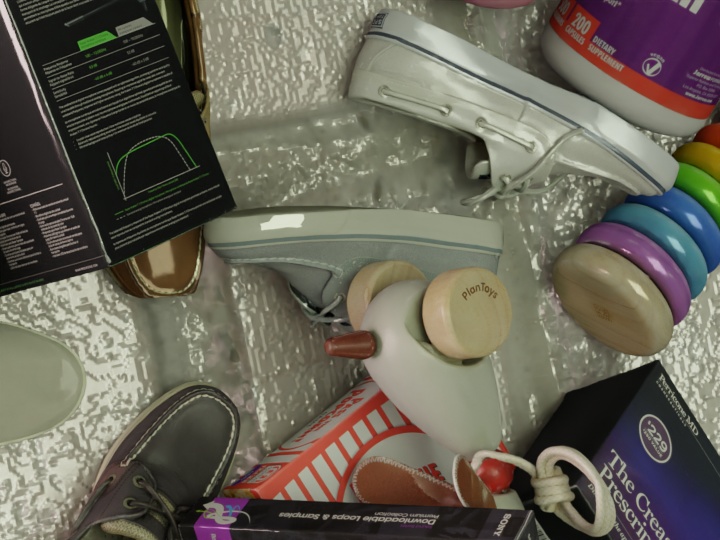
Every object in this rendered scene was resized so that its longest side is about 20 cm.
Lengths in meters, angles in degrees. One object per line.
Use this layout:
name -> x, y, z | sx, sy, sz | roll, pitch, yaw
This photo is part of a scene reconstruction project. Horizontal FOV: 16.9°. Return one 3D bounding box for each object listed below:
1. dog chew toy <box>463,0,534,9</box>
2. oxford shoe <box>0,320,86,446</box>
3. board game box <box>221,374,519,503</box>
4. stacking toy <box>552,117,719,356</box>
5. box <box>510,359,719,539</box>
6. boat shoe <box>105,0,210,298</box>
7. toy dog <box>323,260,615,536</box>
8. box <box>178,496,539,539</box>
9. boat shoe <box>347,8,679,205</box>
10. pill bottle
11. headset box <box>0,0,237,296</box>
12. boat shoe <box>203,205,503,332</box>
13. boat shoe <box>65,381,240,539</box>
dog chew toy -> 0.051, -0.248, 1.407 | 0.200, 0.125, 0.125 | 46, 72, -6
oxford shoe -> -0.241, 0.057, 1.303 | 0.200, 0.058, 0.075 | 8, 81, -24
board game box -> 0.034, 0.165, 1.410 | 0.151, 0.046, 0.200 | -38, 102, -27
stacking toy -> 0.208, -0.042, 1.484 | 0.200, 0.085, 0.085 | -47, 105, -22
box -> 0.175, 0.177, 1.428 | 0.200, 0.079, 0.141 | 56, 36, -13
boat shoe -> -0.119, -0.084, 1.349 | 0.076, 0.074, 0.200 | -7, 91, -23
toy dog -> 0.038, 0.087, 1.314 | 0.096, 0.132, 0.200 | -21, 80, -33
box -> 0.011, 0.192, 1.317 | 0.036, 0.200, 0.143 | -52, 136, -51
boat shoe -> 0.084, -0.073, 1.427 | 0.202, 0.075, 0.086 | 26, 86, -7
pill bottle -> 0.199, -0.186, 1.426 | 0.112, 0.112, 0.200 | 24, 109, -20
headset box -> -0.182, -0.094, 1.262 | 0.093, 0.174, 0.200 | -27, 98, -41
boat shoe -> 0.000, 0.000, 1.387 | 0.201, 0.070, 0.072 | 3, 90, -36
boat shoe -> -0.126, 0.148, 1.342 | 0.072, 0.065, 0.200 | 43, 72, -15
